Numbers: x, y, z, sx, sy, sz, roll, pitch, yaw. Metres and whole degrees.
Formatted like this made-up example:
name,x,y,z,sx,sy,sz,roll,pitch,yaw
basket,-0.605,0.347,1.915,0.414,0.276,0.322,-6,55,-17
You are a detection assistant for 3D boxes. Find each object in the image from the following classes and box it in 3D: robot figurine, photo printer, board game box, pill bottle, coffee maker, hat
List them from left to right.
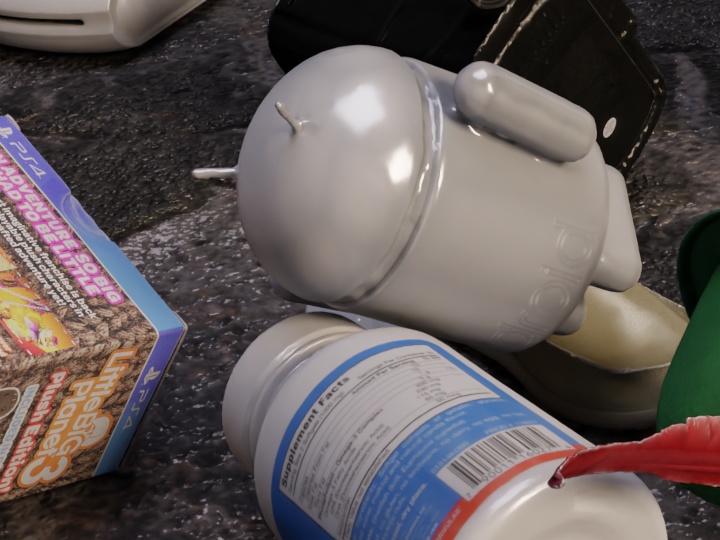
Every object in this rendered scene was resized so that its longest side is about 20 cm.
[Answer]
name,x,y,z,sx,sy,sz,roll,pitch,yaw
board game box,-0.211,0.024,0.989,0.199,0.097,0.160,-12,50,-45
photo printer,-0.190,-0.219,1.587,0.166,0.070,0.200,9,33,30
pill bottle,0.025,0.090,0.900,0.112,0.113,0.200,-22,30,-23
robot figurine,0.029,-0.031,0.960,0.199,0.170,0.113,16,47,-30
coffee maker,0.050,-0.139,1.235,0.134,0.193,0.200,-33,35,-26
hat,0.142,0.087,0.852,0.176,0.200,0.165,-48,18,-22

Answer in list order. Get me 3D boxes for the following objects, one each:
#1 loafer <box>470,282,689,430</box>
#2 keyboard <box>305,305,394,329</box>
name,x,y,z,sx,sy,sz,roll,pitch,yaw
loafer,0.098,0.017,1.060,0.075,0.069,0.200,-27,33,-31
keyboard,0.000,0.000,1.188,0.056,0.011,0.200,-10,27,8
